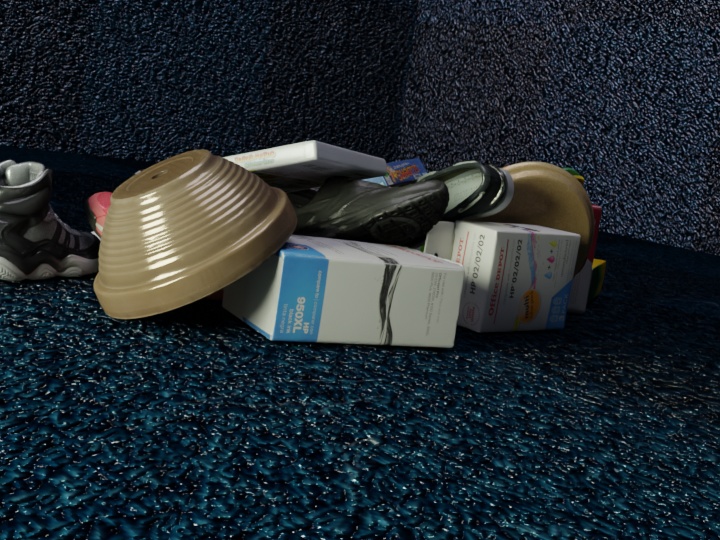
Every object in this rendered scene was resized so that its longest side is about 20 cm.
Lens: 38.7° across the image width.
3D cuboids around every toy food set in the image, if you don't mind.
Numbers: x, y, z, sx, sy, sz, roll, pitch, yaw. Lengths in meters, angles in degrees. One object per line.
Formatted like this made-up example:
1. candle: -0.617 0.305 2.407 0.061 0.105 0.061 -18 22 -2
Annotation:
1. toy food set: 0.201 -0.041 1.276 0.195 0.203 0.049 3 23 -15

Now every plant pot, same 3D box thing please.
1. plant pot: -0.165 -0.047 0.941 0.198 0.094 0.201 -20 23 9

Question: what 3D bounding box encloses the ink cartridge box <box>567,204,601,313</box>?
1. ink cartridge box: 0.209 -0.030 1.379 0.197 0.148 0.083 7 8 -10

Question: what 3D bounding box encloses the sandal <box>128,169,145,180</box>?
1. sandal: -0.276 -0.092 1.365 0.045 0.076 0.200 33 -8 18

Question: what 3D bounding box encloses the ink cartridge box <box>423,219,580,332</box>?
1. ink cartridge box: 0.158 0.007 1.166 0.198 0.117 0.067 0 12 -42

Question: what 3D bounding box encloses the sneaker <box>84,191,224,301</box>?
1. sneaker: -0.200 -0.049 1.095 0.198 0.088 0.074 28 22 11

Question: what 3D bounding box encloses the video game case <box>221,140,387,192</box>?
1. video game case: -0.088 -0.109 1.132 0.179 0.023 0.199 -8 -2 22

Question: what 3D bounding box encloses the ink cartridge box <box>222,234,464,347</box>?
1. ink cartridge box: -0.018 0.017 1.006 0.197 0.086 0.144 5 9 -27

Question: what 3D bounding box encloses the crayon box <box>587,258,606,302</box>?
1. crayon box: 0.264 -0.001 1.564 0.197 0.059 0.172 12 7 19

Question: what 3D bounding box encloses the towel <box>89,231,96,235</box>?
1. towel: -0.234 -0.061 1.230 0.147 0.031 0.200 13 36 29

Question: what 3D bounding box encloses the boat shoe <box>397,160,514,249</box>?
1. boat shoe: 0.079 -0.078 1.184 0.198 0.077 0.060 -25 -25 33

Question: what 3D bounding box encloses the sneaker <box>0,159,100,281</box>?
1. sneaker: -0.328 -0.054 1.064 0.074 0.116 0.200 12 8 21

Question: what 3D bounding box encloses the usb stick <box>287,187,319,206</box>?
1. usb stick: -0.079 -0.099 1.297 0.197 0.033 0.055 18 -14 -13

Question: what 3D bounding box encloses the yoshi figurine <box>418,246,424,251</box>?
1. yoshi figurine: 0.024 -0.047 1.456 0.111 0.114 0.199 1 -4 27

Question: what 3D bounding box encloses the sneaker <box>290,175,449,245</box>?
1. sneaker: -0.002 -0.069 1.111 0.197 0.092 0.076 -17 -30 11

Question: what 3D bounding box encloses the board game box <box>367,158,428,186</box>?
1. board game box: -0.009 -0.089 1.475 0.199 0.035 0.135 -35 -9 31
